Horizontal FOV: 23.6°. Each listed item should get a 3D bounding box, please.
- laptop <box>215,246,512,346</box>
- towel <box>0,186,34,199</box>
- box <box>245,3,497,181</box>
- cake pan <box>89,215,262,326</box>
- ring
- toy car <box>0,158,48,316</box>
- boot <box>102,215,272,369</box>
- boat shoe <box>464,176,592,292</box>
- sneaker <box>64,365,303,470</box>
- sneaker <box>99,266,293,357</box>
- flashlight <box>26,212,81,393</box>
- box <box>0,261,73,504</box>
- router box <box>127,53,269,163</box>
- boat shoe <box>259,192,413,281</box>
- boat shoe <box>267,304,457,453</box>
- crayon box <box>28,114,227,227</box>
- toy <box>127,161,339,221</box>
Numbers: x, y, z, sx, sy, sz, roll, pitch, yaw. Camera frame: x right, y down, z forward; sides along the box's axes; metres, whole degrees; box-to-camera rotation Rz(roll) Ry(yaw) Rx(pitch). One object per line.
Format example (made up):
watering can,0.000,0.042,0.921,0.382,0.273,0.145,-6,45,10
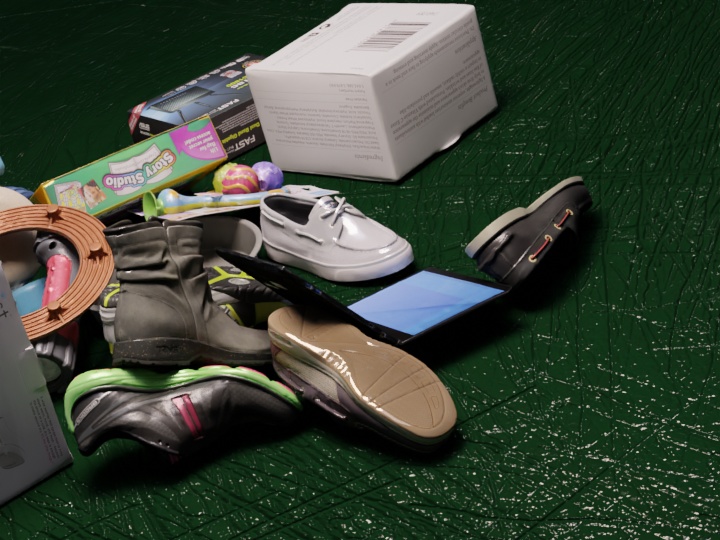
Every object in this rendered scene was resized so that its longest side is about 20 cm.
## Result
laptop,0.000,0.000,1.524,0.104,0.199,0.177,-60,23,-7
towel,-0.483,-0.063,2.037,0.199,0.049,0.112,-2,27,26
box,0.014,-0.205,1.947,0.199,0.132,0.199,8,34,42
cake pan,-0.191,0.006,1.738,0.199,0.037,0.201,-12,25,6
ring,-0.331,-0.001,1.636,0.199,0.019,0.201,-6,42,5
toy car,-0.421,-0.006,1.796,0.176,0.185,0.200,-24,-2,-20
boot,-0.139,0.019,1.493,0.067,0.132,0.199,-6,-7,38
boat shoe,0.167,-0.033,1.593,0.074,0.063,0.201,-48,-9,33
sneaker,-0.147,0.125,1.442,0.198,0.085,0.077,-2,-14,-2
sneaker,-0.149,0.044,1.606,0.198,0.077,0.075,-6,17,-25
flashlight,-0.298,0.027,1.657,0.067,0.068,0.201,-15,44,12
box,-0.358,0.107,1.432,0.176,0.201,0.096,-32,29,-30
router box,-0.165,-0.196,2.112,0.199,0.063,0.149,-31,30,-30
boat shoe,-0.029,-0.041,1.704,0.072,0.069,0.199,-30,28,-29
boat shoe,-0.001,0.097,1.411,0.199,0.065,0.072,31,43,33
crayon box,-0.262,-0.092,1.877,0.199,0.059,0.172,-26,-1,-22
toy,-0.137,-0.089,1.825,0.199,0.048,0.115,-15,14,-29
